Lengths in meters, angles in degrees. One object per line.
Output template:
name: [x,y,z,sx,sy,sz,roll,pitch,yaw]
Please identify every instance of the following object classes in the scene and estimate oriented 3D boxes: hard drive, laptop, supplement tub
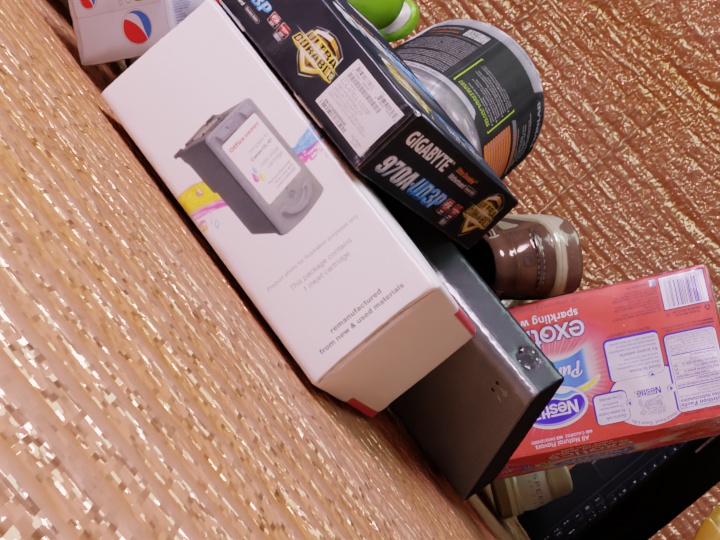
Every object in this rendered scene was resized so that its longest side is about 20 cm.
hard drive: [0.031,0.028,0.996,0.201,0.033,0.140,51,-31,18]
laptop: [0.190,0.150,1.215,0.103,0.177,0.200,49,4,-25]
supplement tub: [0.044,-0.095,1.119,0.123,0.122,0.200,50,31,0]

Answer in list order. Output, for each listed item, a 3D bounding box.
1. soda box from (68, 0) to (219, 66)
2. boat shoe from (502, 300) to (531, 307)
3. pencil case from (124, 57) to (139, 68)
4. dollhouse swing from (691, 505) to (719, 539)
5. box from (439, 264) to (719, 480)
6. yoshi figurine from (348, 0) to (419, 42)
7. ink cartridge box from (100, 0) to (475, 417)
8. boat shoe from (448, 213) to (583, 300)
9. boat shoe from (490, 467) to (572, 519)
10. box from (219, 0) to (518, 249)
soda box: [-0.092,-0.169,0.965,0.200,0.067,0.065,-29,110,-62]
boat shoe: [0.097,0.040,1.258,0.073,0.063,0.201,53,39,-16]
pencil case: [-0.160,-0.194,1.001,0.200,0.077,0.090,45,42,-51]
dollhouse swing: [0.300,0.307,1.221,0.175,0.183,0.200,30,-5,20]
box: [0.145,0.073,1.074,0.095,0.198,0.101,42,36,-71]
yoshi figurine: [-0.046,-0.167,1.115,0.112,0.199,0.114,12,-54,64]
ink cartridge box: [-0.034,-0.029,0.880,0.201,0.085,0.148,51,3,17]
boat shoe: [0.072,-0.008,1.121,0.202,0.074,0.076,166,-85,-66]
boat shoe: [0.132,0.119,1.270,0.201,0.066,0.075,-88,166,-56]
box: [0.002,-0.102,0.910,0.159,0.046,0.200,52,9,22]
